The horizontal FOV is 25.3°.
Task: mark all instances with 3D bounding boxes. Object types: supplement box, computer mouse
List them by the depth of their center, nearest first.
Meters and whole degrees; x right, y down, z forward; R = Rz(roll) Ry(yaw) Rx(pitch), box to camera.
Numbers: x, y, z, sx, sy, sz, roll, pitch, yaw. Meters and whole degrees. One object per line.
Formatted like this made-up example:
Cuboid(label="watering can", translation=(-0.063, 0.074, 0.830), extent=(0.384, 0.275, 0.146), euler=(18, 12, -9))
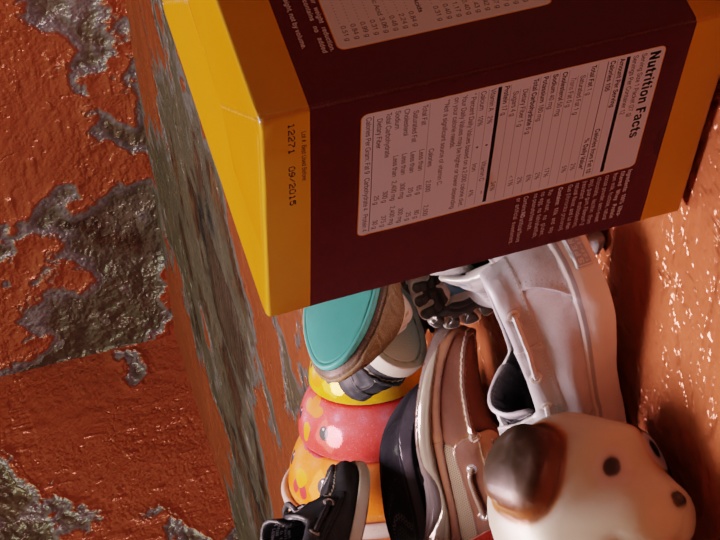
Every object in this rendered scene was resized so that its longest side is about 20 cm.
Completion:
Cuboid(label="supplement box", translation=(0.026, -0.118, 0.705), extent=(0.133, 0.198, 0.198), euler=(93, 160, -55))
Cuboid(label="computer mouse", translation=(0.049, 0.173, 1.139), extent=(0.053, 0.138, 0.202), euler=(-1, 94, 50))

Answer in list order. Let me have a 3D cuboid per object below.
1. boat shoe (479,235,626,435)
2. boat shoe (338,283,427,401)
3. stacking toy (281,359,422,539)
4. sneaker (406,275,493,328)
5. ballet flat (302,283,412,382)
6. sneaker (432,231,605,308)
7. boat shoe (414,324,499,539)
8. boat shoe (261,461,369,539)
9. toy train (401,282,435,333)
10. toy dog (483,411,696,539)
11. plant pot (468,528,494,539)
Cuboid(label="boat shoe", translation=(0.100, 0.061, 0.849), extent=(0.201, 0.068, 0.072), euler=(77, 173, -52))
Cuboid(label="boat shoe", translation=(-0.008, 0.003, 1.114), extent=(0.066, 0.074, 0.200), euler=(-50, 47, 38))
Cuboid(label="stacking toy", translation=(0.003, 0.086, 1.202), extent=(0.146, 0.145, 0.202), euler=(-129, 31, -65))
Cuboid(label="sneaker", translation=(0.039, -0.065, 1.023), extent=(0.090, 0.078, 0.201), euler=(-118, 18, -61))
Cuboid(label="ballet flat", translation=(0.000, 0.000, 1.029), extent=(0.072, 0.068, 0.201), euler=(43, -153, -40))
Cuboid(label="sneaker", translation=(0.068, -0.017, 0.908), extent=(0.200, 0.086, 0.075), euler=(116, 138, -74))
Cuboid(label="boat shoe", translation=(0.080, 0.134, 1.069), extent=(0.076, 0.071, 0.202), euler=(-32, -60, -69))
Cuboid(label="boat shoe", translation=(-0.035, 0.187, 1.062), extent=(0.200, 0.066, 0.075), euler=(-81, 6, -57))
Cuboid(label="toy train", translation=(0.041, -0.017, 1.169), extent=(0.201, 0.034, 0.046), euler=(92, 164, -52))
Cuboid(label="toy dog", translation=(0.105, 0.171, 0.805), extent=(0.194, 0.139, 0.201), euler=(30, 108, 55))
Cuboid(label="plant pot", translation=(0.085, 0.287, 0.952), extent=(0.177, 0.199, 0.200), euler=(54, 158, 32))
